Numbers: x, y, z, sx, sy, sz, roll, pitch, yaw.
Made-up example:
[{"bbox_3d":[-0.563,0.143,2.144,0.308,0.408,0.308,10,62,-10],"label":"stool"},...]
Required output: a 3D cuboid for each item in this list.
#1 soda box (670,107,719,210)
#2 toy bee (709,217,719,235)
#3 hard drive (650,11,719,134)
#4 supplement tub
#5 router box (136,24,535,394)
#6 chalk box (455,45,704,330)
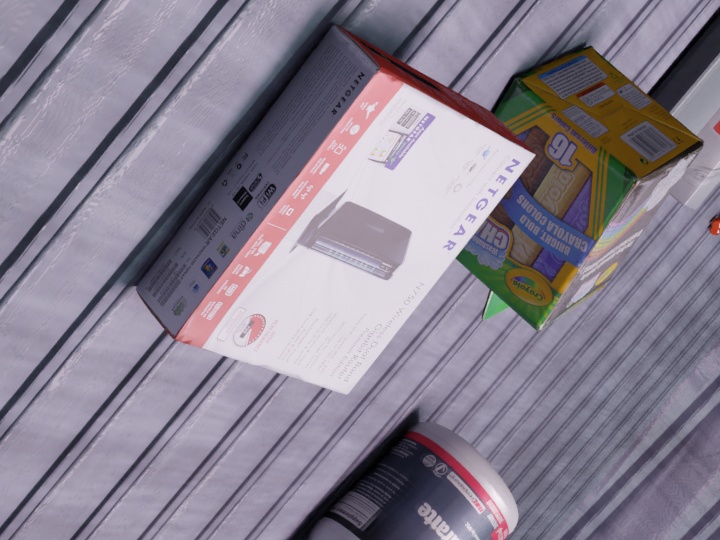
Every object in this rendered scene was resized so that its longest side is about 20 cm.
[{"bbox_3d":[0.355,-0.155,2.067,0.200,0.063,0.068,-51,164,9],"label":"soda box"},{"bbox_3d":[0.479,-0.064,2.588,0.131,0.108,0.201,100,9,-48],"label":"toy bee"},{"bbox_3d":[0.290,-0.145,1.972,0.200,0.033,0.139,-51,164,7],"label":"hard drive"},{"bbox_3d":[0.040,0.256,2.050,0.200,0.140,0.141,-44,164,-16],"label":"supplement tub"},{"bbox_3d":[-0.012,-0.031,1.302,0.200,0.049,0.179,-52,144,13],"label":"router box"},{"bbox_3d":[0.144,-0.048,1.649,0.124,0.124,0.201,-28,156,-53],"label":"chalk box"}]
